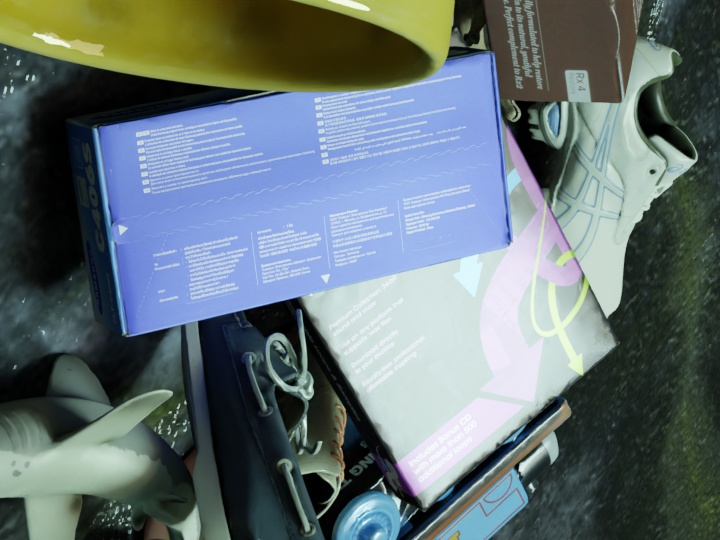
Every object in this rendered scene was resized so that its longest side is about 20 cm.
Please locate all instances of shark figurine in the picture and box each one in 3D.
[{"bbox_3d":[-0.119,0.086,0.918,0.128,0.090,0.214,-35,142,10],"label":"shark figurine"}]

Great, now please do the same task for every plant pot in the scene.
[{"bbox_3d":[-0.056,-0.179,0.741,0.200,0.199,0.191,14,82,-60],"label":"plant pot"}]

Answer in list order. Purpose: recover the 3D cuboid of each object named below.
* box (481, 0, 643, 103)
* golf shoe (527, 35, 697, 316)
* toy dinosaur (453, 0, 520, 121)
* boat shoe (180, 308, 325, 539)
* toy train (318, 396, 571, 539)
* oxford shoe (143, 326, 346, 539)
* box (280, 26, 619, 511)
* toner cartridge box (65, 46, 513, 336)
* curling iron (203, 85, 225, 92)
[{"bbox_3d":[0.117,-0.192,1.052,0.101,0.074,0.201,76,21,-46],"label":"box"},{"bbox_3d":[0.160,-0.052,1.228,0.078,0.096,0.202,-51,140,-52],"label":"golf shoe"},{"bbox_3d":[0.055,-0.177,1.068,0.101,0.058,0.202,-39,130,-67],"label":"toy dinosaur"},{"bbox_3d":[-0.050,0.068,0.919,0.201,0.061,0.075,-103,-175,-45],"label":"boat shoe"},{"bbox_3d":[0.037,0.126,1.150,0.200,0.087,0.115,-40,129,-17],"label":"toy train"},{"bbox_3d":[-0.030,0.095,1.065,0.200,0.073,0.071,-53,145,-27],"label":"oxford shoe"},{"bbox_3d":[0.032,-0.001,0.985,0.143,0.036,0.201,-38,114,-17],"label":"box"},{"bbox_3d":[-0.029,-0.039,0.902,0.198,0.043,0.096,-13,103,-24],"label":"toner cartridge box"},{"bbox_3d":[-0.059,-0.080,0.951,0.050,0.025,0.201,33,81,-57],"label":"curling iron"}]
